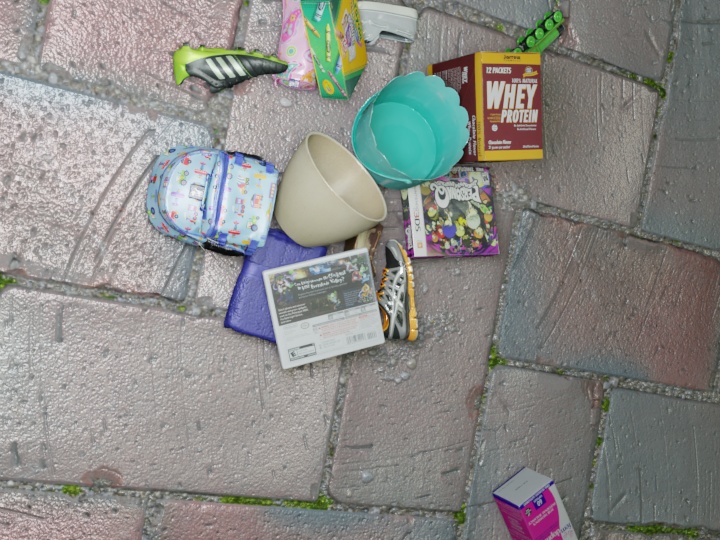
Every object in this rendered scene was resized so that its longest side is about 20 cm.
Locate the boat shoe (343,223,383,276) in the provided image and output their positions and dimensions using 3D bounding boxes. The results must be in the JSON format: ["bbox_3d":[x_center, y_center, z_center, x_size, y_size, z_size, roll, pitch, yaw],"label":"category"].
[{"bbox_3d":[0.000,0.000,1.714,0.072,0.072,0.202,16,81,-24],"label":"boat shoe"}]

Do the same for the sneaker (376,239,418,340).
[{"bbox_3d":[0.064,0.040,1.746,0.077,0.078,0.202,-6,90,-5],"label":"sneaker"}]

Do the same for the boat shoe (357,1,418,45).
[{"bbox_3d":[0.021,-0.459,1.688,0.199,0.070,0.072,-3,93,-27],"label":"boat shoe"}]

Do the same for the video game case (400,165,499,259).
[{"bbox_3d":[0.176,-0.116,1.789,0.199,0.036,0.183,-2,82,-25],"label":"video game case"}]

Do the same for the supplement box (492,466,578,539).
[{"bbox_3d":[0.378,0.539,1.917,0.101,0.103,0.201,-31,108,-21],"label":"supplement box"}]

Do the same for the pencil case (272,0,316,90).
[{"bbox_3d":[-0.110,-0.425,1.621,0.087,0.087,0.202,6,92,-26],"label":"pencil case"}]

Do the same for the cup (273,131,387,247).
[{"bbox_3d":[-0.071,-0.124,1.609,0.200,0.201,0.143,39,115,-23],"label":"cup"}]

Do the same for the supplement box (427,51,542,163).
[{"bbox_3d":[0.236,-0.306,1.730,0.132,0.200,0.199,-5,96,-25],"label":"supplement box"}]

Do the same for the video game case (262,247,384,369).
[{"bbox_3d":[-0.066,0.068,1.643,0.198,0.023,0.183,-13,100,-14],"label":"video game case"}]

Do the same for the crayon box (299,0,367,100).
[{"bbox_3d":[-0.044,-0.418,1.589,0.201,0.058,0.119,77,27,-46],"label":"crayon box"}]

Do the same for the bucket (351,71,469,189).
[{"bbox_3d":[0.087,-0.252,1.679,0.206,0.135,0.209,4,79,-19],"label":"bucket"}]

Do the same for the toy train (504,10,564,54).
[{"bbox_3d":[0.356,-0.465,1.867,0.200,0.042,0.057,-43,120,-17],"label":"toy train"}]

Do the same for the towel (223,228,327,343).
[{"bbox_3d":[-0.157,0.028,1.655,0.147,0.050,0.201,19,86,-18],"label":"towel"}]

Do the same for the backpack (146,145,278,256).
[{"bbox_3d":[-0.258,-0.127,1.545,0.199,0.134,0.184,16,86,-23],"label":"backpack"}]

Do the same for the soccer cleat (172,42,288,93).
[{"bbox_3d":[-0.226,-0.349,1.571,0.198,0.068,0.082,3,105,-7],"label":"soccer cleat"}]
